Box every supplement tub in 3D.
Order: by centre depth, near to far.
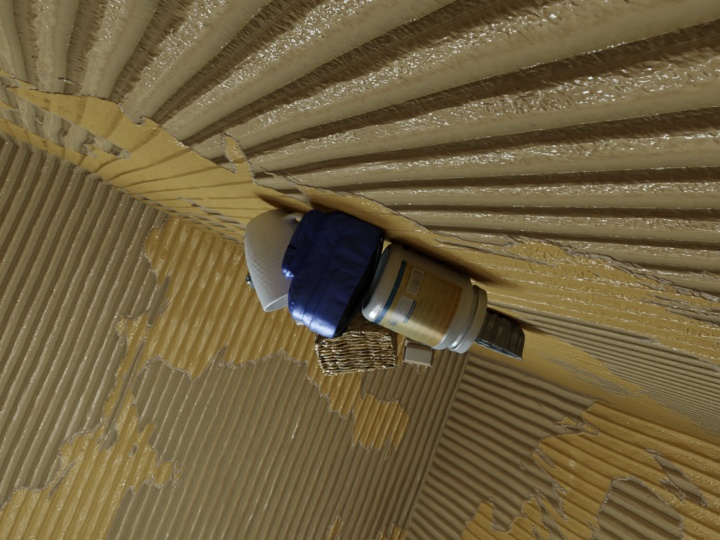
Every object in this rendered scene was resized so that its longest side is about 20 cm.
[{"bbox_3d":[0.115,0.053,1.127,0.196,0.148,0.145,23,174,-7],"label":"supplement tub"}]

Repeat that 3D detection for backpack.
[{"bbox_3d":[-0.059,0.007,1.115,0.164,0.205,0.163,21,175,6],"label":"backpack"}]

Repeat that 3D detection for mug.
[{"bbox_3d":[-0.148,-0.038,1.275,0.146,0.179,0.198,-14,167,-48],"label":"mug"}]

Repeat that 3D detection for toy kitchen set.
[{"bbox_3d":[0.129,0.098,1.351,0.194,0.167,0.181,9,158,5],"label":"toy kitchen set"}]

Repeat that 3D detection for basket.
[{"bbox_3d":[-0.011,0.146,1.522,0.194,0.151,0.145,-8,128,10],"label":"basket"}]

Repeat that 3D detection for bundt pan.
[{"bbox_3d":[0.317,0.146,1.542,0.198,0.077,0.202,23,174,3],"label":"bundt pan"}]

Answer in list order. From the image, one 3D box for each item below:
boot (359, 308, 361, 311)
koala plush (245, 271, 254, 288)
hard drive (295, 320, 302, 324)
[{"bbox_3d":[-0.014,0.111,1.635,0.143,0.074,0.198,-28,156,32],"label":"boot"},{"bbox_3d":[-0.188,-0.023,1.527,0.182,0.179,0.201,31,165,18],"label":"koala plush"},{"bbox_3d":[-0.100,0.082,1.704,0.196,0.134,0.027,1,147,-34],"label":"hard drive"}]
